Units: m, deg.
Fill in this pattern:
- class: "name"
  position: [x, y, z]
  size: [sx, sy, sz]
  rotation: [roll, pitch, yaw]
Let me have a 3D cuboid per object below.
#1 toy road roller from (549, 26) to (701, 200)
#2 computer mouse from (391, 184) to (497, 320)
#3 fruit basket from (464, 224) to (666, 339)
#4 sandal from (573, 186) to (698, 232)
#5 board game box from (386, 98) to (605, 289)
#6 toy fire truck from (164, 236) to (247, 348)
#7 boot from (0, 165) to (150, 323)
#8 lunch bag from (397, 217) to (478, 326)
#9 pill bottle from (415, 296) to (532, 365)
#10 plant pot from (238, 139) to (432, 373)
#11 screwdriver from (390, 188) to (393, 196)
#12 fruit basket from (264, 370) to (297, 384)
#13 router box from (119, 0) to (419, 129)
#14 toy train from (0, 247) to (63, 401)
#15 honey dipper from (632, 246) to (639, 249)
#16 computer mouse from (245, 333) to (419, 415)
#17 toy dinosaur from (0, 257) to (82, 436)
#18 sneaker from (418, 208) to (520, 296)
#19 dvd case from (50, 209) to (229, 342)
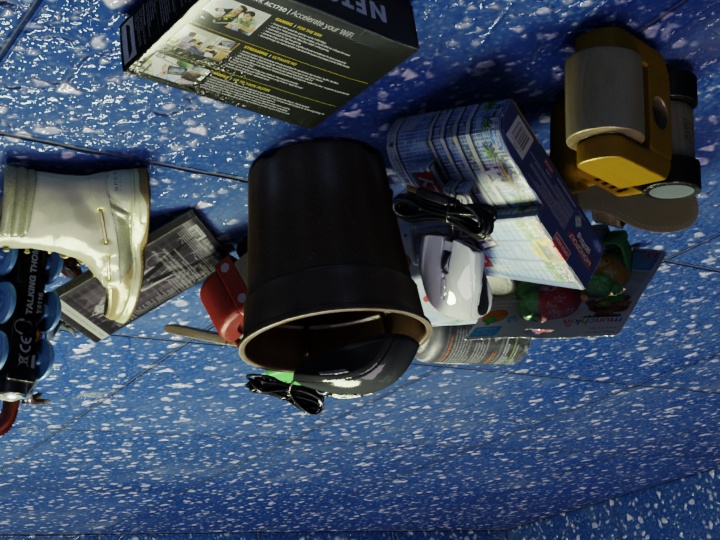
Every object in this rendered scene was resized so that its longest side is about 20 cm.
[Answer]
- class: "toy road roller"
  position: [0.231, -0.134, 1.105]
  size: [0.146, 0.123, 0.200]
  rotation: [-10, 162, 39]
- class: "computer mouse"
  position: [0.092, -0.003, 1.155]
  size: [0.109, 0.044, 0.200]
  rotation: [17, 148, 25]
- class: "fruit basket"
  position: [0.236, 0.020, 1.324]
  size: [0.185, 0.094, 0.200]
  rotation: [-3, -159, 34]
- class: "sandal"
  position: [0.281, -0.089, 1.329]
  size: [0.211, 0.078, 0.070]
  rotation: [7, 179, -17]
- class: "board game box"
  position: [0.109, -0.066, 1.152]
  size: [0.200, 0.062, 0.200]
  rotation: [-4, 134, 46]
- class: "toy fire truck"
  position: [-0.154, 0.052, 1.427]
  size: [0.200, 0.129, 0.176]
  rotation: [-37, 153, 9]
- class: "boot"
  position: [-0.305, -0.027, 1.211]
  size: [0.154, 0.072, 0.200]
  rotation: [1, 133, -17]
- class: "lunch bag"
  position: [0.065, 0.014, 1.421]
  size: [0.169, 0.124, 0.200]
  rotation: [-11, 149, 14]
- class: "pill bottle"
  position: [0.135, 0.080, 1.630]
  size: [0.199, 0.107, 0.106]
  rotation: [4, 156, -26]
- class: "plant pot"
  position: [-0.036, -0.016, 1.205]
  size: [0.200, 0.199, 0.200]
  rotation: [-6, 158, -2]
- class: "screwdriver"
  position: [0.000, 0.000, 1.304]
  size: [0.028, 0.201, 0.029]
  rotation: [23, -169, 32]
- class: "fruit basket"
  position: [-0.042, 0.098, 1.680]
  size: [0.200, 0.094, 0.185]
  rotation: [-30, 154, 13]
- class: "router box"
  position: [-0.073, -0.191, 0.946]
  size: [0.200, 0.051, 0.149]
  rotation: [12, 150, -41]
- class: "toy train"
  position: [-0.387, 0.044, 1.255]
  size: [0.114, 0.201, 0.087]
  rotation: [-10, 162, 39]
- class: "honey dipper"
  position: [0.291, 0.005, 1.589]
  size: [0.199, 0.038, 0.038]
  rotation: [-15, 157, 15]
- class: "computer mouse"
  position: [-0.010, 0.122, 1.229]
  size: [0.200, 0.046, 0.140]
  rotation: [-19, 155, 26]
- class: "toy dinosaur"
  position: [-0.374, 0.073, 1.341]
  size: [0.105, 0.200, 0.182]
  rotation: [13, 110, -25]
- class: "sneaker"
  position: [0.131, -0.077, 1.286]
  size: [0.067, 0.108, 0.202]
  rotation: [-12, 125, 41]
- class: "dvd case"
  position: [-0.258, 0.010, 1.355]
  size: [0.200, 0.016, 0.149]
  rotation: [-31, 157, -1]
